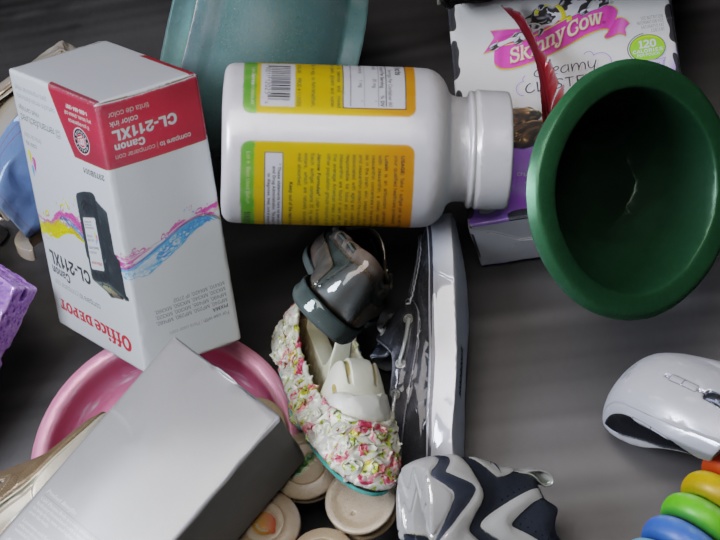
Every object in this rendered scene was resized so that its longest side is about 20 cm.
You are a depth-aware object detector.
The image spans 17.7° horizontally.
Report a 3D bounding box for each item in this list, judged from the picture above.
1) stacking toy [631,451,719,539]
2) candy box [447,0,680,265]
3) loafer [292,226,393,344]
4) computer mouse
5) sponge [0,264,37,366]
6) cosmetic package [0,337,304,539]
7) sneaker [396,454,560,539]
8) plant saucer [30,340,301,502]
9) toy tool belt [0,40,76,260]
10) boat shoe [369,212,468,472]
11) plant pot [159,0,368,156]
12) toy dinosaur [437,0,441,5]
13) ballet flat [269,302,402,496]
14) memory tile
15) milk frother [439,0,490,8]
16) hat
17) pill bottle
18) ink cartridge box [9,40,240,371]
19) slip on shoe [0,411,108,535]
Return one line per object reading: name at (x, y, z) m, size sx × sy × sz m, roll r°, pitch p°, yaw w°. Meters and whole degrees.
stacking toy at (0.233, 0.170, 1.540) m, size 0.085 × 0.086 × 0.200 m, roll 31°, pitch 70°, yaw 24°
candy box at (0.155, -0.118, 1.697) m, size 0.167 × 0.072 × 0.201 m, roll -9°, pitch 63°, yaw 9°
loafer at (0.000, 0.000, 1.617) m, size 0.072 × 0.200 × 0.063 m, roll 42°, pitch 102°, yaw -6°
computer mouse at (0.230, 0.091, 1.543) m, size 0.199 × 0.044 × 0.110 m, roll 10°, pitch 52°, yaw 51°
sponge at (-0.322, 0.075, 1.697) m, size 0.111 × 0.030 × 0.201 m, roll 30°, pitch 101°, yaw 26°
cosmetic package at (-0.143, 0.158, 1.553) m, size 0.107 × 0.090 × 0.200 m, roll 37°, pitch 75°, yaw 26°
sneaker at (0.093, 0.221, 1.543) m, size 0.129 × 0.079 × 0.201 m, roll -2°, pitch 87°, yaw -22°
plant saucer at (-0.135, 0.141, 1.653) m, size 0.199 × 0.051 × 0.202 m, roll -5°, pitch 63°, yaw 10°
toy tool belt at (-0.240, -0.073, 1.730) m, size 0.123 × 0.125 × 0.200 m, roll 24°, pitch 71°, yaw 47°
boat shoe at (0.040, 0.055, 1.646) m, size 0.067 × 0.072 × 0.201 m, roll -2°, pitch 71°, yaw 11°
plant pot at (-0.071, -0.174, 1.727) m, size 0.133 × 0.200 × 0.202 m, roll 13°, pitch 65°, yaw -10°
toy dinosaur at (0.155, -0.246, 1.767) m, size 0.198 × 0.048 × 0.089 m, roll -4°, pitch 48°, yaw 3°
ballet flat at (-0.018, 0.076, 1.602) m, size 0.075 × 0.064 × 0.200 m, roll 7°, pitch 27°, yaw -26°
memory tile at (-0.081, 0.193, 1.577) m, size 0.153 × 0.017 × 0.200 m, roll 32°, pitch 75°, yaw 24°
milk frother at (0.143, -0.305, 1.655) m, size 0.187 × 0.201 × 0.181 m, roll -3°, pitch 39°, yaw 13°
hat at (0.148, -0.064, 1.613) m, size 0.201 × 0.166 × 0.176 m, roll -56°, pitch 24°, yaw -17°
pill bottle at (0.004, -0.086, 1.606) m, size 0.198 × 0.111 × 0.112 m, roll 2°, pitch 64°, yaw -2°
ink cartridge box at (-0.166, -0.046, 1.632) m, size 0.082 × 0.201 × 0.145 m, roll -20°, pitch 24°, yaw -28°
slip on shoe at (-0.244, 0.162, 1.586) m, size 0.060 × 0.076 × 0.200 m, roll 38°, pitch 70°, yaw 16°
